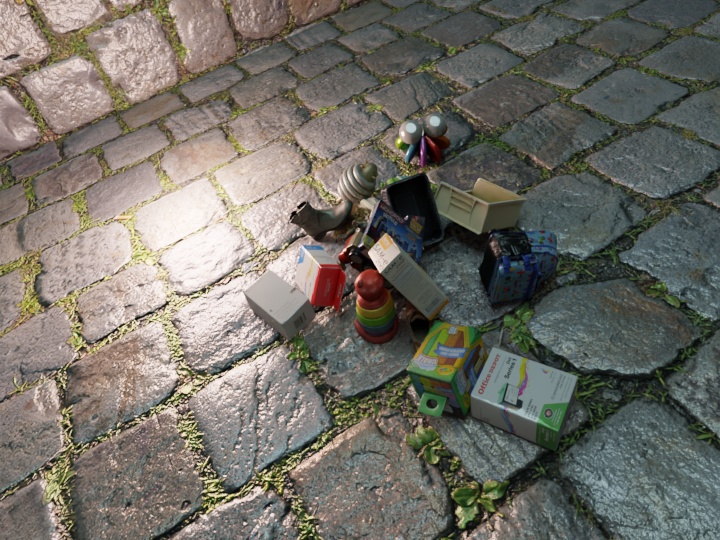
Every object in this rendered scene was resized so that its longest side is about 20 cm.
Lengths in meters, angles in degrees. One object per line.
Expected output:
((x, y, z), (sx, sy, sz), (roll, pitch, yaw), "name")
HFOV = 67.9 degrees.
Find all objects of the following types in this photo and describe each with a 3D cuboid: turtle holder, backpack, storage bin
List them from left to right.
((0.144, -0.229, 1.720), (0.128, 0.186, 0.145), (-16, 75, -1), "turtle holder")
((0.153, -0.172, 1.587), (0.132, 0.206, 0.094), (-19, 7, -5), "storage bin")
((0.349, -0.198, 1.587), (0.196, 0.096, 0.197), (-12, 36, -41), "storage bin")
((0.423, -0.014, 1.393), (0.193, 0.185, 0.137), (-5, 51, -7), "backpack")

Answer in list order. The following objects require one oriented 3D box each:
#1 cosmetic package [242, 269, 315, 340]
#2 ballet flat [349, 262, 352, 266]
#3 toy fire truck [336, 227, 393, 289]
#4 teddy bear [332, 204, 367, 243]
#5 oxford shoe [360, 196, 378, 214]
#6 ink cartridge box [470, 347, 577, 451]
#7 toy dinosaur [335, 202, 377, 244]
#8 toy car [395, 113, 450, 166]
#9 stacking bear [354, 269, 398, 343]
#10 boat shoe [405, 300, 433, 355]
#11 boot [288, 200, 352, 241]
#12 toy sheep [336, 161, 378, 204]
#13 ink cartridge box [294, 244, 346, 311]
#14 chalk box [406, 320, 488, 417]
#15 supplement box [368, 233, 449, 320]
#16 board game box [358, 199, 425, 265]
((-0.233, 0.095, 1.526), (0.198, 0.082, 0.113), (30, 61, 35), "cosmetic package")
((0.031, -0.080, 1.563), (0.198, 0.066, 0.058), (-38, 56, 28), "ballet flat")
((0.000, 0.000, 1.526), (0.198, 0.175, 0.131), (-25, 34, 53), "toy fire truck")
((-0.012, -0.117, 1.697), (0.143, 0.067, 0.202), (-32, 52, -3), "teddy bear")
((0.065, -0.182, 1.725), (0.057, 0.077, 0.200), (-25, 41, -14), "oxford shoe")
((0.357, 0.277, 1.179), (0.196, 0.085, 0.146), (17, 52, 30), "ink cartridge box")
((0.001, -0.113, 1.596), (0.101, 0.200, 0.078), (-19, 72, -46), "toy dinosaur")
((0.226, -0.448, 1.904), (0.194, 0.175, 0.155), (-14, 80, 0), "toy car")
((0.034, 0.082, 1.378), (0.119, 0.203, 0.115), (-23, 44, -10), "stacking bear")
((0.155, 0.133, 1.386), (0.073, 0.073, 0.203), (-13, 44, 2), "boat shoe")
((-0.128, -0.177, 1.677), (0.198, 0.129, 0.069), (-33, 39, 31), "boot")
((-0.013, -0.291, 1.812), (0.200, 0.136, 0.140), (-44, 28, 36), "toy sheep")
((-0.115, 0.020, 1.510), (0.065, 0.120, 0.200), (2, 23, -29), "ink cartridge box")
((0.194, 0.237, 1.220), (0.122, 0.126, 0.201), (5, 45, 39), "chalk box")
((0.118, 0.016, 1.330), (0.073, 0.199, 0.127), (-43, 26, 8), "supplement box")
((0.096, -0.086, 1.456), (0.061, 0.198, 0.204), (-23, 37, 52), "board game box")
